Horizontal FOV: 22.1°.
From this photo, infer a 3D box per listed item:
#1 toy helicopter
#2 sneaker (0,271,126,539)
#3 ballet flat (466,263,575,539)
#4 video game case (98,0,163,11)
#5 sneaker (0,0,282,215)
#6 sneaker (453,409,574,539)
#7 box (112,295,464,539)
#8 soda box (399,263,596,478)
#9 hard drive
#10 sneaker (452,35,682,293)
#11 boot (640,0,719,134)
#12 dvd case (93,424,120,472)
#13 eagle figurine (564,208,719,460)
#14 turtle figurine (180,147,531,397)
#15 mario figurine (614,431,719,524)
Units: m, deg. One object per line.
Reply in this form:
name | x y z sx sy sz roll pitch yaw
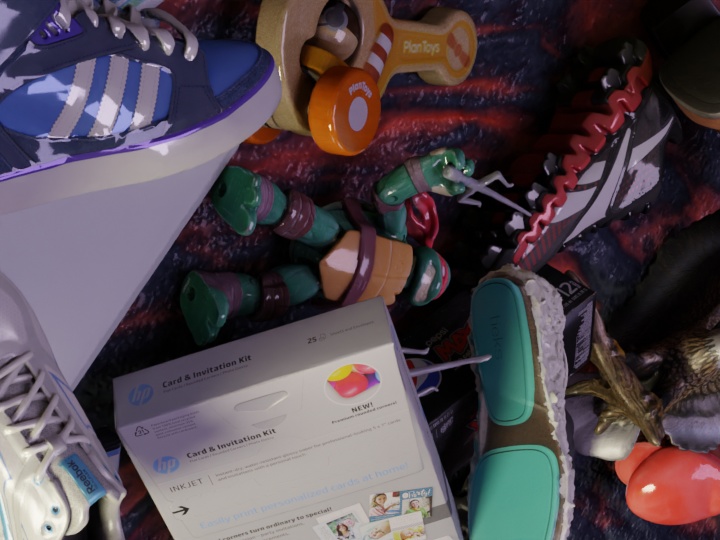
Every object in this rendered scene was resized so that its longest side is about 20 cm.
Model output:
toy helicopter | 0.007 -0.137 1.035 0.199 0.078 0.134 -9 105 -55
sneaker | -0.153 0.082 0.883 0.075 0.086 0.201 -36 117 -32
ballet flat | 0.103 0.097 1.093 0.071 0.071 0.202 5 83 -47
video game case | -0.150 -0.198 0.844 0.182 0.024 0.201 -41 126 -21
sneaker | -0.128 -0.116 0.819 0.199 0.080 0.148 -20 121 -26
sneaker | 0.083 0.177 1.231 0.200 0.075 0.080 -44 135 -24
box | -0.034 0.115 1.031 0.154 0.041 0.201 -17 135 4
soda box | 0.060 0.070 1.158 0.199 0.071 0.064 -35 140 -31
hard drive | -0.156 -0.021 0.934 0.201 0.026 0.132 -56 137 -11
sneaker | 0.140 -0.051 1.182 0.098 0.071 0.201 45 72 -26
boot | 0.263 -0.078 1.204 0.068 0.188 0.200 -36 112 5
dvd case | -0.195 0.188 0.971 0.142 0.017 0.202 -16 126 -41
eagle figurine | 0.239 0.054 1.279 0.199 0.150 0.153 -21 122 -40
turtle figurine | 0.000 0.000 1.050 0.198 0.100 0.151 7 92 -35
mario figurine | 0.248 0.105 1.389 0.124 0.106 0.200 46 56 -7
